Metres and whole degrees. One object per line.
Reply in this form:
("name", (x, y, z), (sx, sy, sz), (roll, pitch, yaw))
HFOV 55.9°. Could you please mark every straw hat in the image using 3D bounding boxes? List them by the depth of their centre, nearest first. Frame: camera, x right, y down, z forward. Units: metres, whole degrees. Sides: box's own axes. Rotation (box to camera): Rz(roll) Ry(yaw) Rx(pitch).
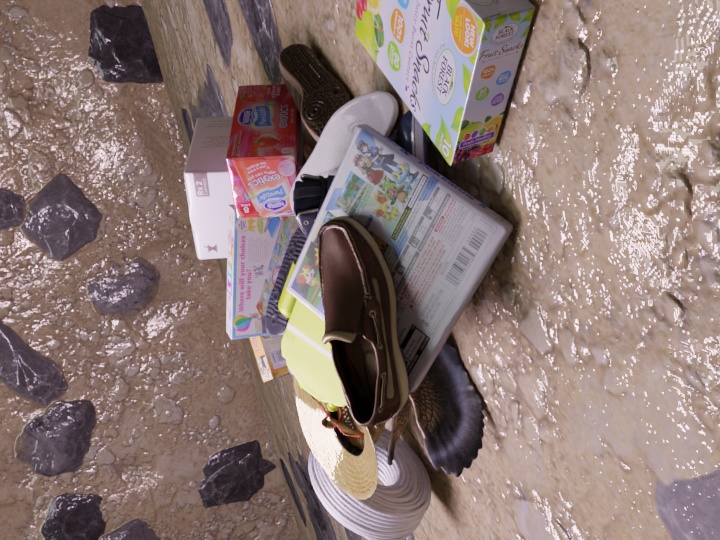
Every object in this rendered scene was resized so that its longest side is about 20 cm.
("straw hat", (-0.007, 0.201, 0.939), (0.200, 0.084, 0.205), (31, 132, 41))

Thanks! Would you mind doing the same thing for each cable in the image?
("cable", (0.015, 0.318, 1.046), (0.070, 0.197, 0.201), (-59, 10, 25))

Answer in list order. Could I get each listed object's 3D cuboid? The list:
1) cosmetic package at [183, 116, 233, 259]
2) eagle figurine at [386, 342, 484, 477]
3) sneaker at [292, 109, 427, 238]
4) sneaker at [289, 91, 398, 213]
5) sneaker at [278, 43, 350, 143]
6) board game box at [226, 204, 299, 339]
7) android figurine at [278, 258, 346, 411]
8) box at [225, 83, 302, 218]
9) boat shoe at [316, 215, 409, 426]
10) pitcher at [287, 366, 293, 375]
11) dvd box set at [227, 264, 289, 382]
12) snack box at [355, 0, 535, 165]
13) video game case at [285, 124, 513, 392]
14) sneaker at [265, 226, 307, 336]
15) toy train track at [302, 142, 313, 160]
("cosmetic package", (-0.198, -0.145, 1.152), (0.202, 0.161, 0.167), (-98, 7, -52))
("eagle figurine", (0.056, 0.138, 0.837), (0.202, 0.149, 0.152), (59, -171, -14))
("sneaker", (-0.002, -0.095, 0.734), (0.204, 0.143, 0.078), (99, 176, -55))
("sneaker", (-0.002, -0.142, 0.837), (0.071, 0.098, 0.200), (55, 127, 16))
("sneaker", (-0.053, -0.226, 0.929), (0.076, 0.069, 0.202), (67, 179, -58))
("board game box", (-0.137, 0.000, 1.044), (0.034, 0.132, 0.204), (36, 125, 57))
("android figurine", (-0.019, 0.066, 0.758), (0.180, 0.041, 0.203), (31, 116, 22))
("box", (-0.133, -0.176, 0.981), (0.202, 0.092, 0.104), (-94, 2, -47))
("boat shoe", (-0.004, 0.050, 0.654), (0.074, 0.074, 0.206), (-16, 92, 32))
("pitcher", (-0.043, 0.131, 1.063), (0.200, 0.168, 0.124), (155, 105, -72))
("dvd box set", (-0.137, 0.073, 1.153), (0.029, 0.145, 0.204), (-23, 83, 37))
("snack box", (0.060, -0.215, 0.589), (0.143, 0.052, 0.202), (95, 151, -54))
("video game case", (0.028, -0.010, 0.679), (0.181, 0.022, 0.202), (37, 117, 19))
("sneaker", (-0.074, 0.006, 1.016), (0.070, 0.081, 0.203), (31, 99, 44))
("toy train track", (-0.060, -0.103, 0.952), (0.115, 0.032, 0.202), (50, -156, -31))
